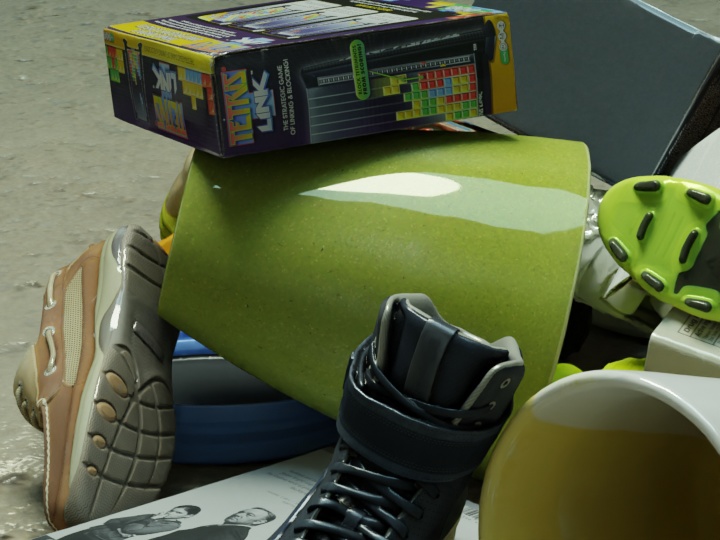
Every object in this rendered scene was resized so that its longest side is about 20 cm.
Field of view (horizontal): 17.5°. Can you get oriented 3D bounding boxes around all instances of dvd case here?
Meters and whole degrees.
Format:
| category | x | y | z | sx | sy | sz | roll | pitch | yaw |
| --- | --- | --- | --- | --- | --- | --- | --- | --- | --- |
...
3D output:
| category | x | y | z | sx | sy | sz | roll | pitch | yaw |
| --- | --- | --- | --- | --- | --- | --- | --- | --- | --- |
| dvd case | -0.040 | 0.137 | 1.132 | 0.200 | 0.025 | 0.150 | -13 | 21 | -40 |

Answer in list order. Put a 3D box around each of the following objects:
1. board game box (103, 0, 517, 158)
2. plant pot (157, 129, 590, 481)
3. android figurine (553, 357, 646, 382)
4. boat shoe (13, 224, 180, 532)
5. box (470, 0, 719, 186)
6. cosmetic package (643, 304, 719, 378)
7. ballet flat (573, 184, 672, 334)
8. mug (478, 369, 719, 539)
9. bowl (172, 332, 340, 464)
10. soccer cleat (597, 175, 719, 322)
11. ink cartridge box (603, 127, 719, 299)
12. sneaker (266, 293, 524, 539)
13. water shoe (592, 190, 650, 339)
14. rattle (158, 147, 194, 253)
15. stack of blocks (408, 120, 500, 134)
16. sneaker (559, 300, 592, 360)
| category | x | y | z | sx | sy | sz | roll | pitch | yaw |
| --- | --- | --- | --- | --- | --- | --- | --- | --- | --- |
| board game box | -0.032 | -0.109 | 1.260 | 0.165 | 0.057 | 0.200 | -12 | 14 | -19 |
| plant pot | 0.000 | 0.000 | 1.233 | 0.199 | 0.188 | 0.187 | 14 | 16 | -3 |
| android figurine | 0.178 | 0.085 | 1.288 | 0.181 | 0.041 | 0.200 | 8 | 20 | 24 |
| boat shoe | -0.141 | 0.065 | 1.227 | 0.072 | 0.076 | 0.200 | -18 | 39 | 22 |
| box | 0.149 | -0.118 | 1.466 | 0.148 | 0.107 | 0.200 | 30 | 5 | 13 |
| cosmetic package | 0.249 | 0.071 | 1.182 | 0.199 | 0.073 | 0.104 | 20 | 35 | 20 |
| ballet flat | 0.178 | 0.010 | 1.391 | 0.200 | 0.072 | 0.072 | 25 | 11 | -16 |
| mug | 0.144 | 0.106 | 1.050 | 0.186 | 0.150 | 0.153 | 24 | 20 | 39 |
| bowl | -0.084 | 0.062 | 1.353 | 0.200 | 0.040 | 0.201 | 1 | 17 | 0 |
| soccer cleat | 0.215 | 0.002 | 1.178 | 0.200 | 0.065 | 0.084 | 17 | 4 | 22 |
| ink cartridge box | 0.217 | -0.043 | 1.284 | 0.050 | 0.109 | 0.200 | 35 | -30 | -8 |
| sneaker | 0.001 | 0.094 | 1.012 | 0.077 | 0.146 | 0.202 | 28 | 36 | 12 |
| water shoe | 0.163 | -0.010 | 1.533 | 0.071 | 0.079 | 0.200 | -15 | 23 | -42 |
| rattle | -0.038 | 0.010 | 1.486 | 0.200 | 0.130 | 0.143 | 26 | 27 | -6 |
| stack of blocks | 0.039 | -0.067 | 1.429 | 0.115 | 0.059 | 0.200 | 21 | 6 | 9 |
| sneaker | 0.046 | 0.002 | 1.448 | 0.199 | 0.071 | 0.093 | 13 | 11 | -17 |
